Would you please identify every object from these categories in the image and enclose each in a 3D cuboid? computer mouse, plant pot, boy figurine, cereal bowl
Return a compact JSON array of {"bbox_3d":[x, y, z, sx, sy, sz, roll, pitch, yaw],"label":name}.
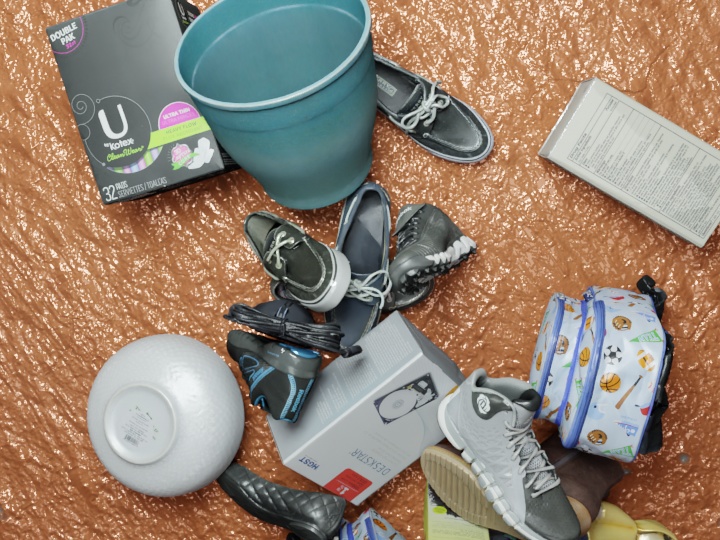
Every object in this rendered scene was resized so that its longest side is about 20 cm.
[{"bbox_3d":[-0.059,0.061,0.886,0.140,0.200,0.046,16,83,8],"label":"computer mouse"},{"bbox_3d":[-0.068,-0.172,0.853,0.199,0.201,0.188,-12,141,6],"label":"plant pot"},{"bbox_3d":[0.288,0.336,0.958,0.199,0.064,0.125,4,93,-19],"label":"boy figurine"},{"bbox_3d":[-0.246,0.178,0.972,0.199,0.083,0.201,0,89,13],"label":"cereal bowl"}]

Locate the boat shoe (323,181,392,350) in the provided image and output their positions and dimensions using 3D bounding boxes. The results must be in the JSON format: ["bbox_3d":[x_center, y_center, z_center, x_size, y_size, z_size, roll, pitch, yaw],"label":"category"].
[{"bbox_3d":[0.000,0.000,0.911,0.075,0.062,0.201,13,94,-4],"label":"boat shoe"}]

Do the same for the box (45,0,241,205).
[{"bbox_3d":[-0.237,-0.192,0.915,0.148,0.124,0.201,-16,96,6],"label":"box"}]

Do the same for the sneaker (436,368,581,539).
[{"bbox_3d":[0.167,0.185,0.829,0.200,0.075,0.116,47,134,22],"label":"sneaker"}]

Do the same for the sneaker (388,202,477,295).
[{"bbox_3d":[0.064,-0.030,0.892,0.066,0.200,0.091,-41,82,25],"label":"sneaker"}]

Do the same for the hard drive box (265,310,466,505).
[{"bbox_3d":[0.018,0.164,0.936,0.200,0.077,0.156,-40,134,9],"label":"hard drive box"}]

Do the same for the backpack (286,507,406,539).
[{"bbox_3d":[0.011,0.394,0.943,0.200,0.191,0.154,42,104,-12],"label":"backpack"}]

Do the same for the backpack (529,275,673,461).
[{"bbox_3d":[0.265,0.111,0.884,0.153,0.191,0.201,6,100,4],"label":"backpack"}]

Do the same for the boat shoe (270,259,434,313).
[{"bbox_3d":[-0.011,0.023,0.965,0.199,0.057,0.067,-1,98,4],"label":"boat shoe"}]

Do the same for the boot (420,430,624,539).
[{"bbox_3d":[0.190,0.237,0.947,0.200,0.166,0.073,26,125,30],"label":"boot"}]

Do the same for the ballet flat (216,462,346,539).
[{"bbox_3d":[-0.104,0.276,0.986,0.199,0.057,0.067,15,139,32],"label":"ballet flat"}]

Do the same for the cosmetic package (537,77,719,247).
[{"bbox_3d":[0.314,-0.122,0.905,0.200,0.087,0.104,31,101,-2],"label":"cosmetic package"}]

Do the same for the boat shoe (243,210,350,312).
[{"bbox_3d":[-0.079,-0.014,0.893,0.064,0.200,0.071,28,94,-34],"label":"boat shoe"}]

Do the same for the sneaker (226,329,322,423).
[{"bbox_3d":[-0.113,0.116,0.918,0.073,0.200,0.082,17,85,-24],"label":"sneaker"}]

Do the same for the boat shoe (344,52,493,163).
[{"bbox_3d":[0.067,-0.190,0.922,0.199,0.068,0.074,38,99,-2],"label":"boat shoe"}]

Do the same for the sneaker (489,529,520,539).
[{"bbox_3d":[0.197,0.325,0.980,0.200,0.088,0.074,-40,94,9],"label":"sneaker"}]

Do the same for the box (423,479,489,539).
[{"bbox_3d":[0.109,0.309,0.925,0.075,0.200,0.050,6,106,2],"label":"box"}]
